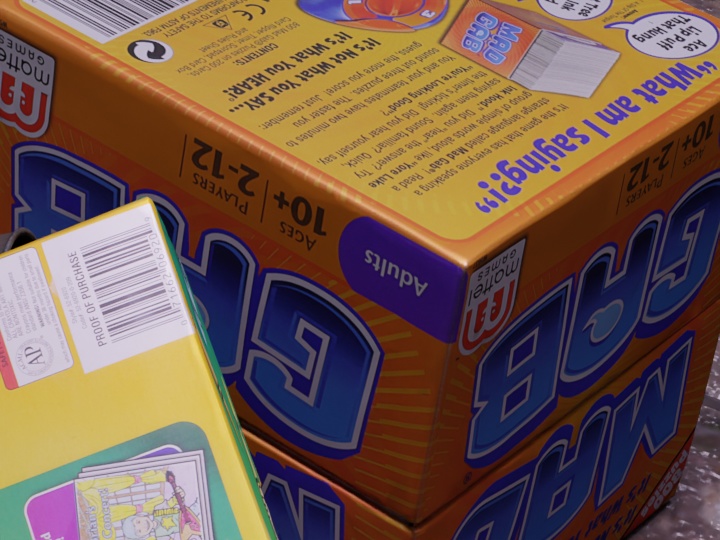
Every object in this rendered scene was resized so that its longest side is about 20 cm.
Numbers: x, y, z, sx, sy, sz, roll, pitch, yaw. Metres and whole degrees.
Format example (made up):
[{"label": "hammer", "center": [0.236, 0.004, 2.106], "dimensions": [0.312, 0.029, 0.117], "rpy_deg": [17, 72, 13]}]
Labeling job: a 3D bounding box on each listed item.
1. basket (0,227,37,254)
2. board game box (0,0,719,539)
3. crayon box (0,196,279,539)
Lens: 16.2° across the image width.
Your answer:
[{"label": "basket", "center": [-0.198, 0.069, 0.795], "dimensions": [0.198, 0.181, 0.137], "rpy_deg": [0, 43, 2]}, {"label": "board game box", "center": [0.000, 0.000, 0.897], "dimensions": [0.199, 0.201, 0.200], "rpy_deg": [29, 38, 27]}, {"label": "crayon box", "center": [-0.074, 0.096, 0.657], "dimensions": [0.118, 0.058, 0.201], "rpy_deg": [-20, 71, -2]}]
